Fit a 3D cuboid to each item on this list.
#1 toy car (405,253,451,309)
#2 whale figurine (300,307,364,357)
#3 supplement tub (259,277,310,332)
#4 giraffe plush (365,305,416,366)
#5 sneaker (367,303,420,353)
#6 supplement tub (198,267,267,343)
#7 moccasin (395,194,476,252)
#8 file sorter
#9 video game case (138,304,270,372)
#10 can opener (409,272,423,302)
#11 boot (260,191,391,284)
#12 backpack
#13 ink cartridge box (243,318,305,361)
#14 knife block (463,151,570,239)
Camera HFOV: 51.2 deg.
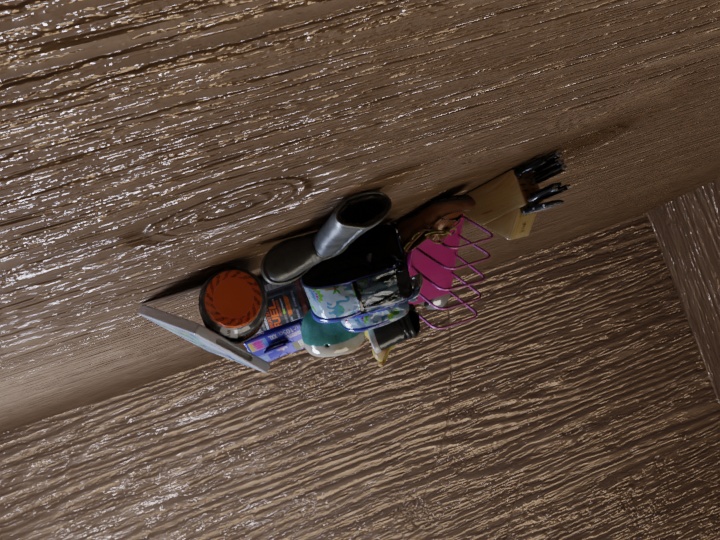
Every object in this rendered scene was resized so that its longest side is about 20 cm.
[{"bbox_3d":[0.137,-0.010,1.768,0.151,0.174,0.200,-59,-172,0],"label":"toy car"},{"bbox_3d":[-0.052,0.096,1.543,0.157,0.105,0.200,-8,-159,14],"label":"whale figurine"},{"bbox_3d":[-0.208,0.073,1.556,0.197,0.108,0.107,-19,174,-6],"label":"supplement tub"},{"bbox_3d":[0.023,0.111,1.759,0.174,0.161,0.200,-56,170,-19],"label":"giraffe plush"},{"bbox_3d":[0.068,0.095,1.472,0.098,0.072,0.200,-19,-164,7],"label":"sneaker"},{"bbox_3d":[-0.228,0.064,1.351,0.121,0.124,0.200,-18,174,-12],"label":"supplement tub"},{"bbox_3d":[0.140,-0.085,1.404,0.073,0.079,0.200,-13,170,-45],"label":"moccasin"},{"bbox_3d":[0.184,0.001,1.572,0.138,0.202,0.125,-15,-145,-33],"label":"file sorter"},{"bbox_3d":[-0.285,0.124,1.366,0.199,0.022,0.182,12,161,45],"label":"video game case"},{"bbox_3d":[0.061,0.050,1.580,0.066,0.054,0.199,22,152,-26],"label":"can opener"},{"bbox_3d":[-0.057,-0.048,1.169,0.181,0.073,0.200,-32,-175,-22],"label":"boot"},{"bbox_3d":[-0.006,0.025,1.401,0.197,0.149,0.184,-15,-154,4],"label":"backpack"},{"bbox_3d":[-0.181,0.118,1.653,0.135,0.077,0.201,-21,-142,8],"label":"ink cartridge box"},{"bbox_3d":[0.282,-0.157,1.384,0.063,0.178,0.199,-11,-145,-42],"label":"knife block"}]
